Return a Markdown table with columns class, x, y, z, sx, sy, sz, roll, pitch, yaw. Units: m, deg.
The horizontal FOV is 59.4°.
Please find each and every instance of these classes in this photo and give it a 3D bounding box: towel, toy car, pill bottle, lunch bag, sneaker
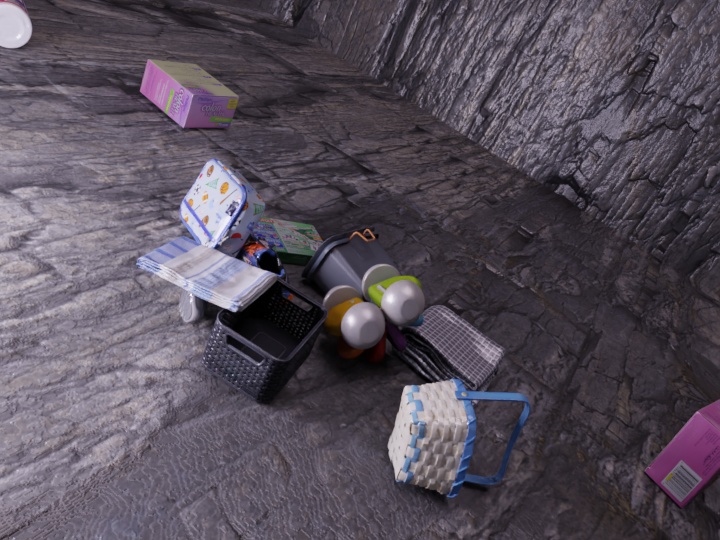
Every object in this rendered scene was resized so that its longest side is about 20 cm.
| class | x | y | z | sx | sy | sz | roll | pitch | yaw |
| --- | --- | --- | --- | --- | --- | --- | --- | --- | --- |
| towel | 0.184 | 0.164 | 1.270 | 0.199 | 0.087 | 0.165 | 37 | 29 | 16 |
| toy car | 0.034 | 0.092 | 1.173 | 0.197 | 0.152 | 0.175 | -28 | 22 | -11 |
| pill bottle | -0.933 | -0.675 | 1.656 | 0.110 | 0.113 | 0.201 | 3 | 35 | -38 |
| lunch bag | -0.279 | -0.116 | 1.251 | 0.075 | 0.161 | 0.200 | 28 | 13 | -45 |
| towel | -0.249 | 0.000 | 1.046 | 0.197 | 0.024 | 0.147 | 23 | 26 | 11 |
| sneaker | -0.266 | 0.023 | 1.109 | 0.081 | 0.076 | 0.201 | 17 | 28 | -15 |
| sneaker | -0.191 | -0.021 | 1.230 | 0.075 | 0.079 | 0.200 | -25 | 54 | -31 |

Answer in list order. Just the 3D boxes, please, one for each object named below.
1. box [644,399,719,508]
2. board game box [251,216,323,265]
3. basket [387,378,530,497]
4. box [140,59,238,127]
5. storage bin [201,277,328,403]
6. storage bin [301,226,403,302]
| class | x | y | z | sx | sy | sz | roll | pitch | yaw |
| --- | --- | --- | --- | --- | --- | --- | --- | --- | --- |
| box | 0.711 | 0.369 | 1.301 | 0.198 | 0.178 | 0.097 | -2 | 38 | -45 |
| board game box | -0.170 | -0.066 | 1.403 | 0.197 | 0.029 | 0.135 | 7 | 33 | -34 |
| basket | 0.151 | 0.257 | 0.984 | 0.196 | 0.179 | 0.140 | 11 | 25 | -7 |
| box | -0.475 | -0.490 | 1.759 | 0.199 | 0.098 | 0.175 | 38 | 29 | 21 |
| storage bin | -0.154 | 0.108 | 1.048 | 0.134 | 0.095 | 0.200 | 31 | 28 | 6 |
| storage bin | 0.000 | 0.000 | 1.342 | 0.135 | 0.146 | 0.199 | 47 | 32 | 16 |
